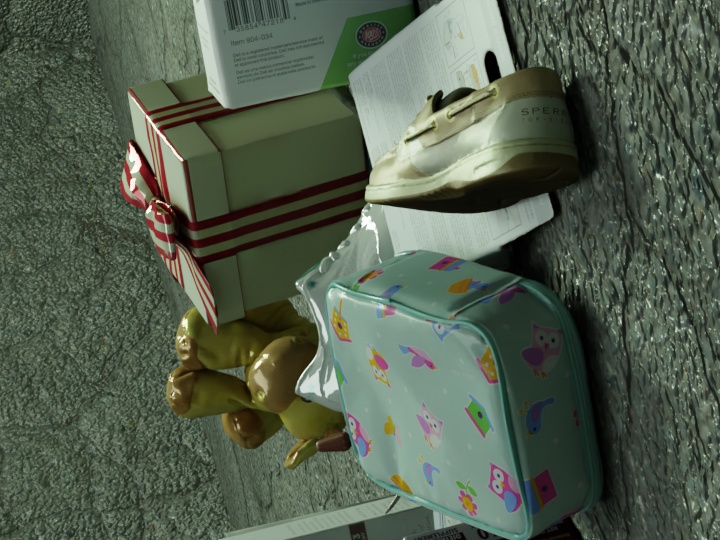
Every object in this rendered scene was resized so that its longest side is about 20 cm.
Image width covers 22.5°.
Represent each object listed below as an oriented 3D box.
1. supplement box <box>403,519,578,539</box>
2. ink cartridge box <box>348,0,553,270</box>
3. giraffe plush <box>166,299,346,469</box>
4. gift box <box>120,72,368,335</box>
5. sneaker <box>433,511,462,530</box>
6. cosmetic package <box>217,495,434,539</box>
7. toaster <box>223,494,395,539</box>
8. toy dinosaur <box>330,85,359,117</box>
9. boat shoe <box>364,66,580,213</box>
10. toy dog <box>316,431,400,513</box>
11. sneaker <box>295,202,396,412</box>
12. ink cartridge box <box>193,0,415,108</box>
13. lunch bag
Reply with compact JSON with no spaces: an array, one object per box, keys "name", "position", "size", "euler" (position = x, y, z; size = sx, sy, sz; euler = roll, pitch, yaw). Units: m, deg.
[{"name":"supplement box","position":[0.106,0.233,1.103],"size":[0.200,0.108,0.061],"euler":[-120,20,-54]},{"name":"ink cartridge box","position":[0.069,-0.083,1.144],"size":[0.200,0.057,0.164],"euler":[-28,74,57]},{"name":"giraffe plush","position":[-0.063,0.103,1.662],"size":[0.162,0.199,0.174],"euler":[-142,65,-65]},{"name":"gift box","position":[-0.100,-0.058,1.568],"size":[0.185,0.185,0.201],"euler":[-135,34,-59]},{"name":"sneaker","position":[0.082,0.121,1.239],"size":[0.071,0.073,0.201],"euler":[21,130,54]},{"name":"cosmetic package","position":[-0.009,0.246,1.454],"size":[0.074,0.198,0.103],"euler":[-176,72,-78]},{"name":"toaster","position":[-0.024,0.305,1.654],"size":[0.200,0.179,0.120],"euler":[-125,25,-64]},{"name":"toy dinosaur","position":[-0.039,-0.183,1.398],"size":[0.200,0.047,0.088],"euler":[49,-170,-8]},{"name":"boat shoe","position":[0.064,-0.072,1.041],"size":[0.200,0.073,0.067],"euler":[-10,77,61]},{"name":"toy dog","position":[0.020,0.130,1.449],"size":[0.200,0.096,0.133],"euler":[102,152,-66]},{"name":"sneaker","position":[0.000,0.000,1.265],"size":[0.075,0.088,0.201],"euler":[60,-142,-64]},{"name":"ink cartridge box","position":[-0.048,-0.229,1.250],"size":[0.084,0.144,0.202],"euler":[-132,31,-70]},{"name":"lunch bag","position":[0.061,0.077,1.115],"size":[0.200,0.077,0.162],"euler":[15,125,57]}]
